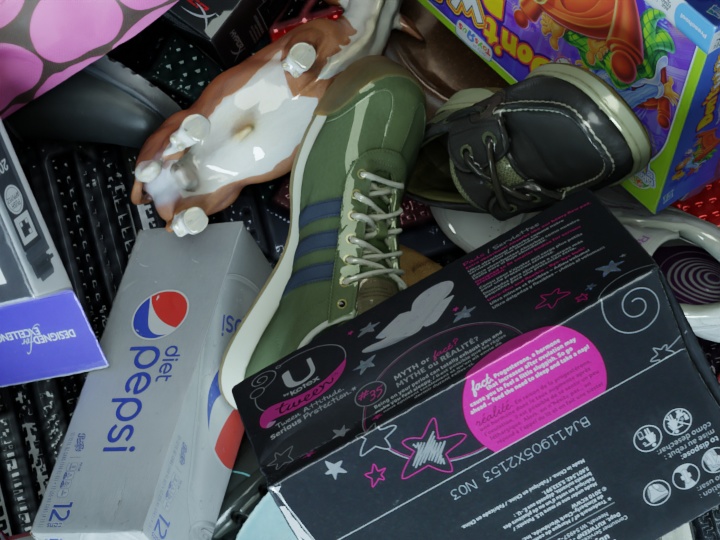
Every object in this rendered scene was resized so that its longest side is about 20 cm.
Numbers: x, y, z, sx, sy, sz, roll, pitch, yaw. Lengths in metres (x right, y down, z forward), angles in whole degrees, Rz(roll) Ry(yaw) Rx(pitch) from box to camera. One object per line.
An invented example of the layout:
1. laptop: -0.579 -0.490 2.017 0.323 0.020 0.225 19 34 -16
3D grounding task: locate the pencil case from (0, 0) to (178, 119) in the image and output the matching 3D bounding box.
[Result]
1. pencil case: -0.167 -0.144 1.264 0.200 0.094 0.091 -36 54 5

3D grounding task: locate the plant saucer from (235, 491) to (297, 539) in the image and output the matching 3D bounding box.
1. plant saucer: 0.028 0.180 1.203 0.201 0.039 0.201 -1 80 6

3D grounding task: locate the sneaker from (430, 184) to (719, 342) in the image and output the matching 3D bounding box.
1. sneaker: 0.129 -0.020 1.270 0.200 0.100 0.075 18 90 16

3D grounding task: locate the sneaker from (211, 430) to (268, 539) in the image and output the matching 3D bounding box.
1. sneaker: -0.099 0.124 1.285 0.200 0.075 0.079 -42 75 -3

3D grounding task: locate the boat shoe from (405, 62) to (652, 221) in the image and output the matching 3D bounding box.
1. boat shoe: 0.075 -0.055 1.195 0.066 0.201 0.072 -40 105 -17

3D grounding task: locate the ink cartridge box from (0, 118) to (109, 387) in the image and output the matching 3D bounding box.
1. ink cartridge box: -0.251 -0.016 1.245 0.198 0.043 0.200 -12 109 31

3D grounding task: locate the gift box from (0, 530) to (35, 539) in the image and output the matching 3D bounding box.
1. gift box: -0.208 0.247 1.186 0.187 0.200 0.185 -40 79 22

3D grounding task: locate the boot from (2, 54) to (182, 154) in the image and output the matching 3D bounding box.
1. boot: -0.210 -0.038 1.333 0.165 0.066 0.200 26 80 19

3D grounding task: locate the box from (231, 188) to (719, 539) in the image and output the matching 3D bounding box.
1. box: 0.062 0.076 1.120 0.200 0.115 0.132 -29 115 1

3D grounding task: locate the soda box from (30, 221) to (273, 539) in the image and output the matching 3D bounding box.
1. soda box: -0.102 0.071 1.253 0.068 0.063 0.200 -4 50 25

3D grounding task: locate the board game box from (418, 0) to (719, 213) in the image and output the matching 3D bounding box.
1. board game box: 0.106 -0.142 1.185 0.045 0.135 0.200 -31 61 -28

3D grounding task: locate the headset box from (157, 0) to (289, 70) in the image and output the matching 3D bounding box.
1. headset box: -0.074 -0.238 1.352 0.149 0.077 0.200 36 84 11

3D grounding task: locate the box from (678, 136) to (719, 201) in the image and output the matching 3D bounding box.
1. box: 0.185 -0.171 1.264 0.176 0.097 0.200 -31 75 -27

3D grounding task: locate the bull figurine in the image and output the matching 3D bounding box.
1. bull figurine: -0.041 -0.092 1.275 0.200 0.121 0.065 -41 97 4

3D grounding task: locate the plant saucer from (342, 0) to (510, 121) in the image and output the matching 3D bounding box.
1. plant saucer: 0.087 -0.156 1.340 0.200 0.034 0.201 -1 79 7

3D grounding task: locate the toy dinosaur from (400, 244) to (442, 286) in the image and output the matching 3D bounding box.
1. toy dinosaur: 0.016 0.006 1.309 0.200 0.060 0.106 38 80 20

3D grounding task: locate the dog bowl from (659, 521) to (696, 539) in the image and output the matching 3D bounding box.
1. dog bowl: 0.077 0.158 1.259 0.200 0.074 0.200 -1 80 7

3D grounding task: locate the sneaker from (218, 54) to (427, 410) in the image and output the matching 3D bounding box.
1. sneaker: 0.000 0.000 1.196 0.090 0.067 0.200 38 110 48
